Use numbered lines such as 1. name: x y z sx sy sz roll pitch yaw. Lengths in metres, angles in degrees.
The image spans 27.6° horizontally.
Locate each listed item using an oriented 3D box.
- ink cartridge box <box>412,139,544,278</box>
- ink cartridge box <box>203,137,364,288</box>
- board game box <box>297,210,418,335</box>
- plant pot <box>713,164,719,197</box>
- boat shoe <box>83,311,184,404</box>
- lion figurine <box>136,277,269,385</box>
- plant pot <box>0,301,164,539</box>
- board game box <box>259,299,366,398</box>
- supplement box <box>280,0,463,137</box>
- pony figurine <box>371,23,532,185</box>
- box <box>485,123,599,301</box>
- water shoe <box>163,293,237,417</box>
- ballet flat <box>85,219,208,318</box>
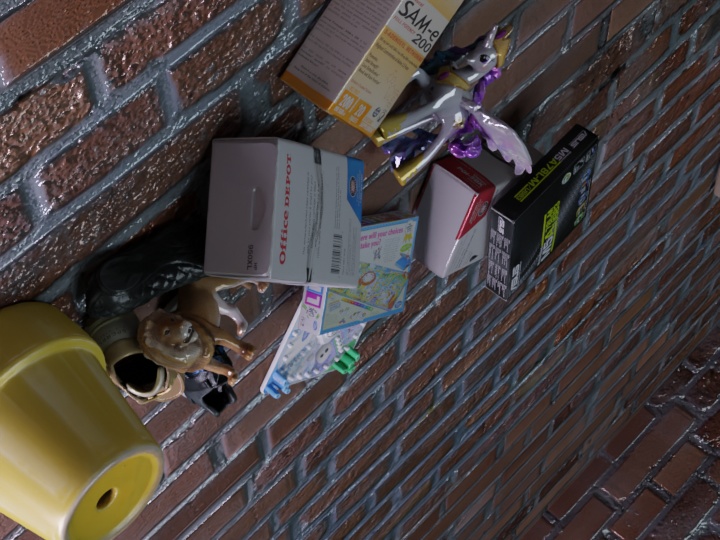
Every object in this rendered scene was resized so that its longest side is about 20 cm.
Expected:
1. ink cartridge box: 0.163 -0.093 2.029 0.200 0.083 0.147 -25 144 -48
2. ink cartridge box: -0.078 -0.058 1.558 0.200 0.084 0.145 8 84 -64
3. board game box: 0.000 0.000 1.868 0.200 0.034 0.135 -12 116 -56
4. plant pot: 0.859 -0.238 3.010 0.200 0.200 0.177 -45 143 -18
5. boat shoe: -0.235 0.107 1.567 0.074 0.066 0.200 -29 151 3
6. lion figurine: -0.169 0.045 1.548 0.073 0.122 0.200 -54 -163 26
7. plant pot: -0.298 0.163 1.399 0.201 0.189 0.201 -40 154 -25
8. board game box: -0.032 0.073 1.971 0.200 0.026 0.200 -13 135 -56
9. supplement box: 0.019 -0.252 1.549 0.200 0.074 0.126 -56 157 6
10. pony figurine: 0.111 -0.190 1.746 0.200 0.167 0.193 -34 146 -6
11. box: 0.253 -0.080 2.051 0.193 0.047 0.200 -46 156 -25
12. water shoe: -0.173 0.091 1.666 0.071 0.079 0.200 -42 154 -24
13. ballet flat: -0.204 -0.006 1.513 0.200 0.067 0.057 -22 163 -42
